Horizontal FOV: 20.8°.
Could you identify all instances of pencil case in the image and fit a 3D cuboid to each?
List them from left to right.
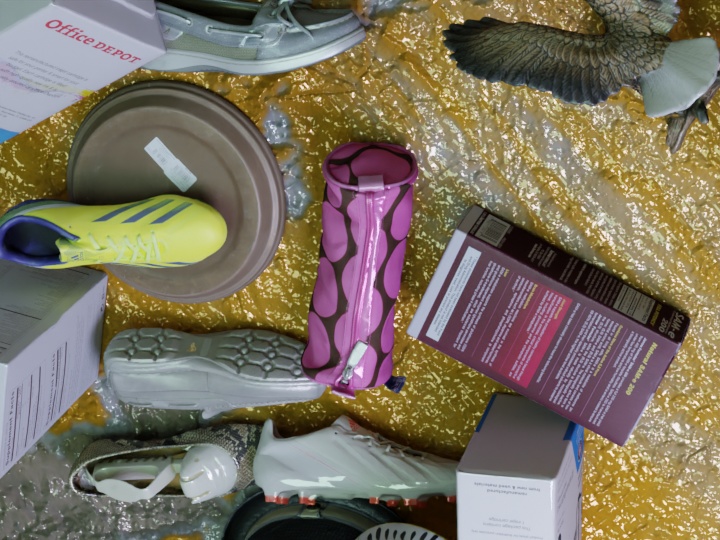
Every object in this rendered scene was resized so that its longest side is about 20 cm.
[{"bbox_3d":[0.000,0.000,1.594,0.091,0.094,0.200,9,114,9],"label":"pencil case"}]

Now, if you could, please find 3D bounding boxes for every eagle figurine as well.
[{"bbox_3d":[0.177,-0.177,1.448,0.200,0.152,0.151,35,138,-4],"label":"eagle figurine"}]

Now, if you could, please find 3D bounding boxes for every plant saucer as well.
[{"bbox_3d":[-0.161,-0.061,1.658,0.200,0.029,0.200,7,113,16],"label":"plant saucer"}]

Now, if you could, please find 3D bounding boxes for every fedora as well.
[{"bbox_3d":[-0.040,0.283,1.723,0.200,0.092,0.201,7,114,15],"label":"fedora"}]

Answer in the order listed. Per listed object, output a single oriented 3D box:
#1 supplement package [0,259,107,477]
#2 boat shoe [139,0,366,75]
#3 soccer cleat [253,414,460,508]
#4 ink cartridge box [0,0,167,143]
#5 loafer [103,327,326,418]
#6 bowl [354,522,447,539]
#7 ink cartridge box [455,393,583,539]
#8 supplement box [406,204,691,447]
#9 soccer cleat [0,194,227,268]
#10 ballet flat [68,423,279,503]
[{"bbox_3d":[-0.308,0.073,1.663,0.114,0.200,0.110,14,115,12],"label":"supplement package"},{"bbox_3d":[-0.094,-0.195,1.557,0.202,0.074,0.065,3,114,25],"label":"boat shoe"},{"bbox_3d":[0.006,0.162,1.676,0.200,0.069,0.078,1,81,10],"label":"soccer cleat"},{"bbox_3d":[-0.284,-0.209,1.542,0.200,0.147,0.146,-24,70,24],"label":"ink cartridge box"},{"bbox_3d":[-0.122,0.092,1.691,0.200,0.070,0.070,5,131,15],"label":"loafer"},{"bbox_3d":[0.026,0.312,1.571,0.201,0.094,0.201,21,121,38],"label":"bowl"},{"bbox_3d":[0.133,0.223,1.614,0.084,0.146,0.200,4,114,15],"label":"ink cartridge box"},{"bbox_3d":[0.151,0.044,1.581,0.200,0.061,0.109,29,118,6],"label":"supplement box"},{"bbox_3d":[-0.209,-0.025,1.625,0.200,0.084,0.065,2,111,17],"label":"soccer cleat"},{"bbox_3d":[-0.168,0.179,1.732,0.200,0.075,0.068,-6,109,20],"label":"ballet flat"}]
